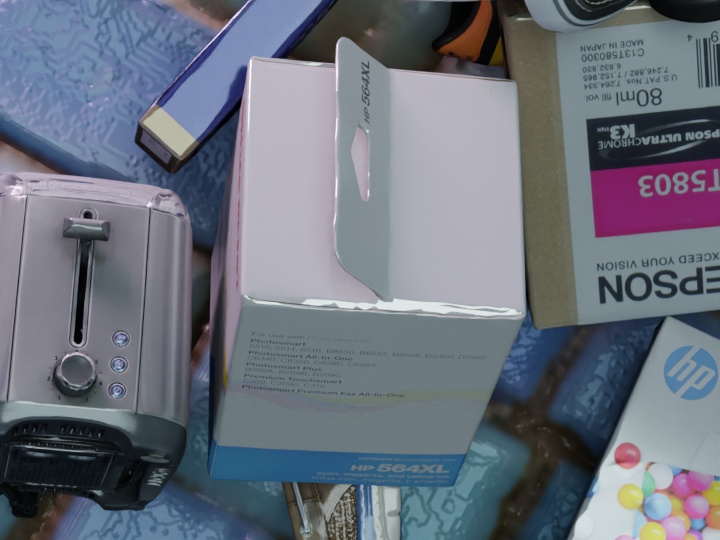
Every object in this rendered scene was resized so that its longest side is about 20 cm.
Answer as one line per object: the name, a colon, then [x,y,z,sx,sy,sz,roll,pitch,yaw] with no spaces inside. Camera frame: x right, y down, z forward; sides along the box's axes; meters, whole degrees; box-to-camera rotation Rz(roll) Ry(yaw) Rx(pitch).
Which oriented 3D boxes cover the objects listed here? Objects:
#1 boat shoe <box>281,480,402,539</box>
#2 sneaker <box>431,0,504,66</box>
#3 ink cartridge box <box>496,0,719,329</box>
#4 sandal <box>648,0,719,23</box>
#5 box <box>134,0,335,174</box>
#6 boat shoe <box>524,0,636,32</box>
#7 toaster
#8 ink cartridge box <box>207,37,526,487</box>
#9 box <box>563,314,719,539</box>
boat shoe: [-0.016,0.176,1.066,0.072,0.072,0.201,0,80,-3]
sneaker: [0.067,-0.202,1.069,0.090,0.070,0.201,-5,93,-11]
ink cartridge box: [0.171,-0.067,1.037,0.199,0.075,0.165,-7,112,3]
sandal: [0.215,-0.167,0.993,0.200,0.075,0.045,-37,127,-14]
box: [-0.032,-0.131,1.031,0.032,0.121,0.200,41,85,-5]
boat shoe: [0.148,-0.175,0.945,0.200,0.057,0.069,-44,121,-26]
toaster: [-0.136,0.037,0.997,0.113,0.200,0.130,6,72,-9]
ink cartridge box: [0.000,0.000,0.979,0.125,0.200,0.129,4,60,-8]
box: [0.177,0.146,1.038,0.155,0.041,0.201,25,78,4]
